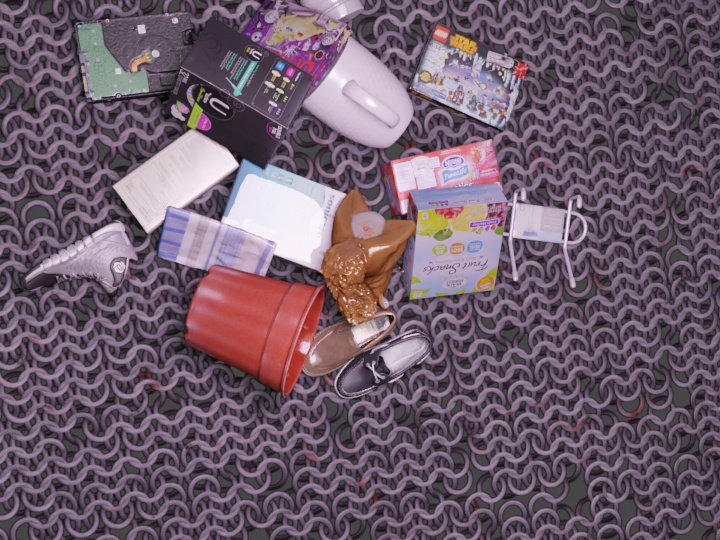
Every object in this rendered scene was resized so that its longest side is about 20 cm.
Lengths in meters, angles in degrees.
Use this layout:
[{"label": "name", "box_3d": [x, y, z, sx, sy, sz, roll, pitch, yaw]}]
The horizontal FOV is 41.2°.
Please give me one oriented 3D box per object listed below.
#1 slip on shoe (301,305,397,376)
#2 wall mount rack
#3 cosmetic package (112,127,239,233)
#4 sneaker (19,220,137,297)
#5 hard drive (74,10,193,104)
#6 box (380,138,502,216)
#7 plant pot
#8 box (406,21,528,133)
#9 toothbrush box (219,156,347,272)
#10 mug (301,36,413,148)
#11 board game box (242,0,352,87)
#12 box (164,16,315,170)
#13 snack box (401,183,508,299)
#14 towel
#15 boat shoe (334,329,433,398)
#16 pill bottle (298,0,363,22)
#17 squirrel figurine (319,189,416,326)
[{"label": "slip on shoe", "box_3d": [-0.020, 0.128, 1.738, 0.199, 0.061, 0.077, -26, 95, -10]}, {"label": "wall mount rack", "box_3d": [0.343, -0.061, 1.800, 0.198, 0.075, 0.176, 6, 89, -10]}, {"label": "cosmetic package", "box_3d": [-0.321, -0.162, 1.673, 0.199, 0.073, 0.104, -37, 96, -8]}, {"label": "sneaker", "box_3d": [-0.473, 0.008, 1.646, 0.199, 0.075, 0.116, -32, 98, -10]}, {"label": "hard drive", "box_3d": [-0.389, -0.372, 1.677, 0.198, 0.038, 0.141, -10, 92, -11]}, {"label": "box", "box_3d": [0.147, -0.169, 1.751, 0.198, 0.095, 0.101, -14, 94, -10]}, {"label": "plant pot", "box_3d": [-0.184, 0.090, 1.639, 0.194, 0.201, 0.202, 19, 87, 6]}, {"label": "box", "box_3d": [0.200, -0.359, 1.789, 0.198, 0.040, 0.138, 21, 85, -10]}, {"label": "toothbrush box", "box_3d": [-0.140, -0.098, 1.702, 0.198, 0.085, 0.148, 19, 85, -10]}, {"label": "mug", "box_3d": [0.007, -0.297, 1.673, 0.175, 0.200, 0.148, 35, 96, -19]}, {"label": "board game box", "box_3d": [-0.120, -0.403, 1.670, 0.199, 0.032, 0.121, 29, 87, 33]}, {"label": "box", "box_3d": [-0.203, -0.293, 1.603, 0.199, 0.149, 0.125, 29, 61, -9]}, {"label": "snack box", "box_3d": [0.166, -0.050, 1.718, 0.167, 0.068, 0.201, -7, 130, -11]}, {"label": "towel", "box_3d": [-0.250, -0.036, 1.659, 0.198, 0.147, 0.024, 19, 54, -9]}, {"label": "boat shoe", "box_3d": [0.042, 0.169, 1.750, 0.199, 0.060, 0.076, -35, 97, -9]}, {"label": "pill bottle", "box_3d": [-0.077, -0.533, 1.699, 0.112, 0.112, 0.201, -30, 95, -9]}, {"label": "squirrel figurine", "box_3d": [0.000, 0.000, 1.679, 0.141, 0.187, 0.200, 24, 54, 17]}]
